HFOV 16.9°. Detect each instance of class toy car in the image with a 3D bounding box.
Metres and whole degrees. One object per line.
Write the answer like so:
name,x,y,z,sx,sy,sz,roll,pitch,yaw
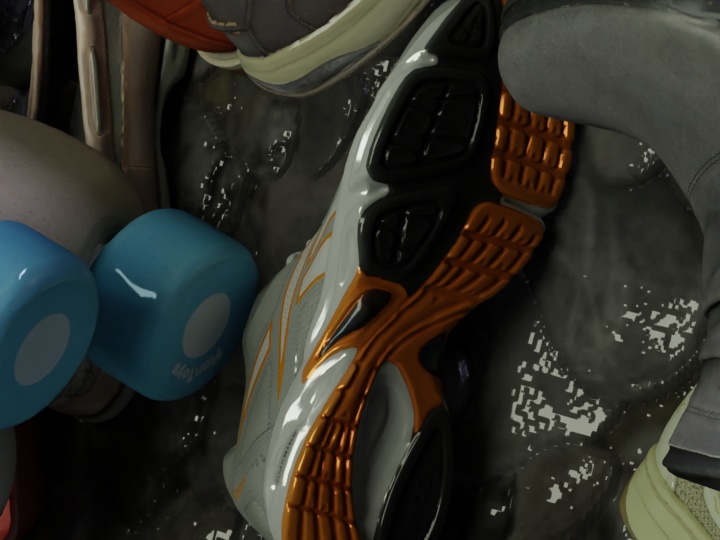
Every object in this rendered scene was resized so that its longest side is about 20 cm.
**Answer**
toy car,-0.169,0.043,0.824,0.184,0.177,0.200,29,107,26

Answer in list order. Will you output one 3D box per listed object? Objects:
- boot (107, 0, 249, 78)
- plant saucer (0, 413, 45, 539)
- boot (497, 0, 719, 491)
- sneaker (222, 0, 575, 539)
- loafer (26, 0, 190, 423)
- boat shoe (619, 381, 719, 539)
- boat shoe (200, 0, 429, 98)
boot,-0.020,-0.154,0.829,0.200,0.107,0.075,-48,47,23
plant saucer,-0.198,0.045,1.006,0.200,0.037,0.200,-25,63,38
boot,0.099,-0.005,0.634,0.200,0.070,0.132,12,84,48
sneaker,0.000,0.000,0.796,0.092,0.076,0.200,18,87,59
loafer,-0.110,-0.045,0.920,0.072,0.063,0.200,0,80,46
boat shoe,0.144,0.092,0.627,0.201,0.073,0.063,49,119,48
boat shoe,0.024,-0.141,0.770,0.200,0.073,0.075,-43,27,8
